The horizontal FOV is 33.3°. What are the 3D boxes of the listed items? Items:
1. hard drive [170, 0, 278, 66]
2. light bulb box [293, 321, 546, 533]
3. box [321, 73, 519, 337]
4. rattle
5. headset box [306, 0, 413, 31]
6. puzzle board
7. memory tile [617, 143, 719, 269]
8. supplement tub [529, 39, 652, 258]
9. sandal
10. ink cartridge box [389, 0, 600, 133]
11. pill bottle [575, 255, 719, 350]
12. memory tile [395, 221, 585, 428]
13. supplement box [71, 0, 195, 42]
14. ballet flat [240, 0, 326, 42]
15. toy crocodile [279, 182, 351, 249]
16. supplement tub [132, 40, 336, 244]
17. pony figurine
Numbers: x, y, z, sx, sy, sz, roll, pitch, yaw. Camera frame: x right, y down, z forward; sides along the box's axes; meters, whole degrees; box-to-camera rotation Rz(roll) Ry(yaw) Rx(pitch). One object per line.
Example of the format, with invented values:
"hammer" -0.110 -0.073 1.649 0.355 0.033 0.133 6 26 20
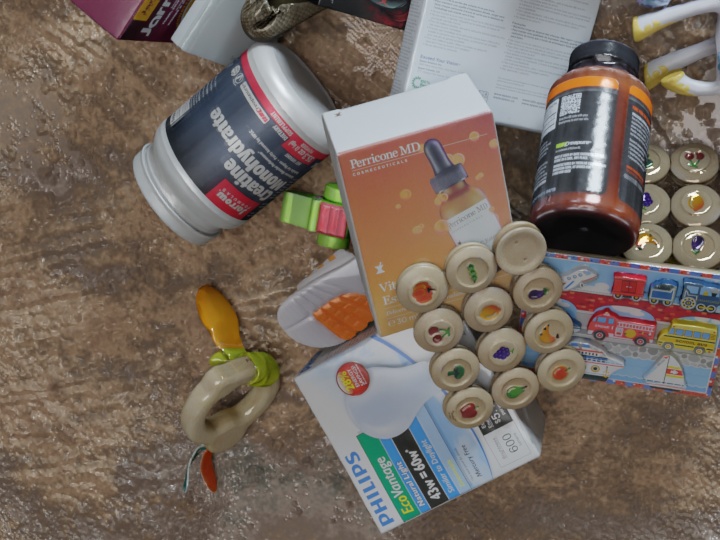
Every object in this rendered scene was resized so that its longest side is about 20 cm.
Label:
"hard drive" -0.098 -0.303 1.251 0.026 0.131 0.201 44 108 25
"light bulb box" 0.067 0.140 1.304 0.199 0.125 0.200 -30 93 16
"box" 0.060 -0.062 1.157 0.150 0.107 0.202 -16 119 -1
"rattle" -0.184 0.145 1.396 0.142 0.130 0.201 39 134 14
"headset box" 0.054 -0.315 1.201 0.198 0.075 0.150 11 106 -26
"puzzle board" 0.255 0.055 1.178 0.197 0.017 0.152 8 126 10
"memory tile" 0.309 -0.065 1.202 0.197 0.017 0.155 1 58 12
"supplement tub" 0.226 -0.121 1.163 0.106 0.107 0.202 7 66 12
"sandal" 0.005 0.006 1.279 0.206 0.059 0.079 -34 115 10
"ink cartridge box" 0.141 -0.248 1.199 0.194 0.043 0.202 8 104 -26
"pill bottle" 0.274 0.030 1.237 0.197 0.114 0.116 2 102 13
"memory tile" 0.129 0.057 1.161 0.152 0.017 0.202 -21 120 3
"supplement box" -0.207 -0.302 1.230 0.085 0.200 0.111 40 107 5
"ballet flat" -0.039 -0.302 1.238 0.199 0.046 0.068 -33 75 -13
"toy crocodile" 0.005 -0.046 1.313 0.198 0.062 0.068 18 105 10
"supplement tub" -0.130 -0.135 1.286 0.199 0.140 0.141 -37 91 17
"pony figurine" 0.363 -0.257 1.152 0.198 0.167 0.195 -2 117 22
